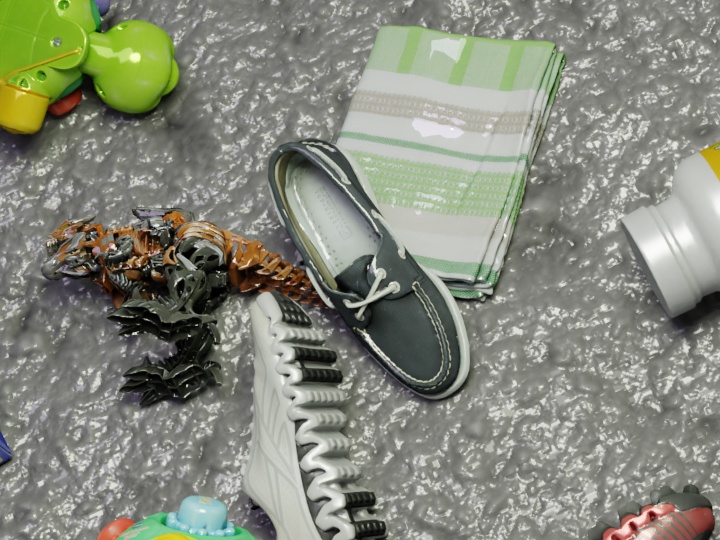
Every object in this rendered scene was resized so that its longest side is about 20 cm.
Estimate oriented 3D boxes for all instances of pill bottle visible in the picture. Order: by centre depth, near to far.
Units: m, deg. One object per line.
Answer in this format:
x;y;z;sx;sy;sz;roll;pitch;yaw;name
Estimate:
0.272;-0.046;1.550;0.200;0.104;0.104;-28;58;3;pill bottle

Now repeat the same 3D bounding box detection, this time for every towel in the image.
0.048;-0.081;1.684;0.149;0.031;0.200;10;66;21;towel

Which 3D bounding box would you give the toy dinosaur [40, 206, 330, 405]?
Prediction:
-0.123;0.006;1.661;0.200;0.102;0.136;-9;45;24;toy dinosaur

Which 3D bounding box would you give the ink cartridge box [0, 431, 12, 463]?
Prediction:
-0.335;0.100;1.684;0.136;0.076;0.200;-31;57;1;ink cartridge box

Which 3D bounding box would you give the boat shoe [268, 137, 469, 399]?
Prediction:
0.000;0.000;1.612;0.076;0.060;0.200;-41;73;17;boat shoe

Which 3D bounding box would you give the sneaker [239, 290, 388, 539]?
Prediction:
-0.047;0.111;1.577;0.081;0.075;0.200;-22;72;23;sneaker

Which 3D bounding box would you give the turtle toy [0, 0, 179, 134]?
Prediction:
-0.229;-0.170;1.777;0.200;0.101;0.146;20;94;23;turtle toy

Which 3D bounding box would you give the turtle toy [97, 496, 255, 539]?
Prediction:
-0.126;0.209;1.523;0.200;0.146;0.101;-19;37;29;turtle toy

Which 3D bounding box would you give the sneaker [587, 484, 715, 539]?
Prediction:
0.151;0.219;1.469;0.200;0.071;0.098;-42;59;-4;sneaker
